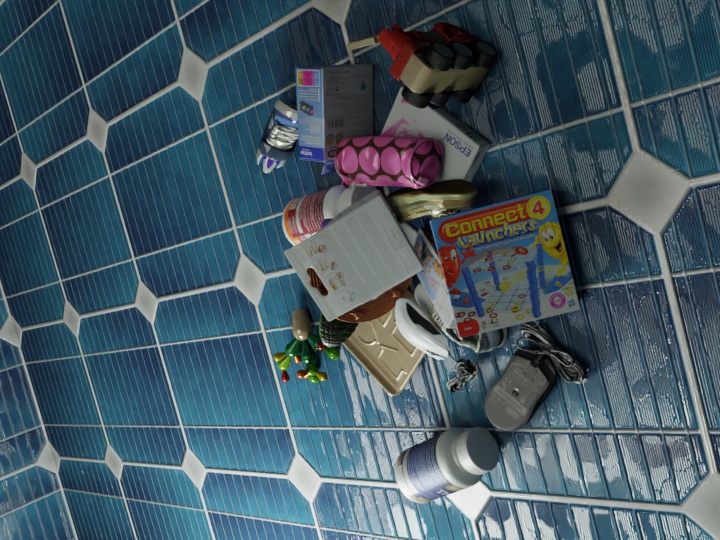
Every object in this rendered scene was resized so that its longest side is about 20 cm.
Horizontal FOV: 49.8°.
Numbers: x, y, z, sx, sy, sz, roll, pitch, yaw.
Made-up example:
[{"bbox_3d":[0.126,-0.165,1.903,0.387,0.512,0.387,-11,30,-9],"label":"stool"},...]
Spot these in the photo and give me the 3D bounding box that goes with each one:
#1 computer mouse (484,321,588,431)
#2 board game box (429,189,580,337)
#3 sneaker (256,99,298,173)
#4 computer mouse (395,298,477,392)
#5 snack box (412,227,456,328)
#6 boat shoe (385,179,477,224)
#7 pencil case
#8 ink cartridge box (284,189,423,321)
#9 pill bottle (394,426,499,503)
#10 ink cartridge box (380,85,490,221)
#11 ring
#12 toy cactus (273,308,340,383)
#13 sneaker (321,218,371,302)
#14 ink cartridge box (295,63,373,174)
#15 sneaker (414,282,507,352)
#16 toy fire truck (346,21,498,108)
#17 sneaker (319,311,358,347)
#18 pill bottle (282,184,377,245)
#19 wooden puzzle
[{"bbox_3d":[0.293,0.196,1.340,0.138,0.053,0.200,44,119,23],"label":"computer mouse"},{"bbox_3d":[0.230,-0.012,1.248,0.200,0.056,0.196,-15,94,8],"label":"board game box"},{"bbox_3d":[-0.153,-0.257,1.536,0.200,0.080,0.147,-132,60,-71],"label":"sneaker"},{"bbox_3d":[0.125,0.136,1.415,0.200,0.044,0.110,46,156,10],"label":"computer mouse"},{"bbox_3d":[0.138,0.010,1.383,0.200,0.024,0.072,-116,37,-45],"label":"snack box"},{"bbox_3d":[0.125,-0.113,1.332,0.200,0.073,0.063,-1,113,48],"label":"boat shoe"},{"bbox_3d":[0.047,-0.188,1.367,0.200,0.091,0.094,7,75,46],"label":"pencil case"},{"bbox_3d":[-0.011,-0.024,1.384,0.200,0.047,0.160,-30,108,7],"label":"ink cartridge box"},{"bbox_3d":[0.165,0.365,1.470,0.200,0.111,0.111,-37,77,44],"label":"pill bottle"},{"bbox_3d":[0.112,-0.195,1.390,0.196,0.043,0.200,42,127,26],"label":"ink cartridge box"},{"bbox_3d":[0.000,0.000,1.417,0.019,0.200,0.201,-145,47,-71],"label":"ring"},{"bbox_3d":[-0.129,0.170,1.716,0.200,0.102,0.165,-22,78,54],"label":"toy cactus"},{"bbox_3d":[-0.034,0.001,1.448,0.070,0.100,0.200,11,136,46],"label":"sneaker"},{"bbox_3d":[-0.046,-0.280,1.446,0.076,0.136,0.200,13,112,43],"label":"ink cartridge box"},{"bbox_3d":[0.167,0.079,1.399,0.200,0.080,0.077,32,125,34],"label":"sneaker"},{"bbox_3d":[0.090,-0.356,1.263,0.200,0.176,0.129,51,132,20],"label":"toy fire truck"},{"bbox_3d":[-0.040,0.060,1.560,0.085,0.078,0.200,139,147,-65],"label":"sneaker"},{"bbox_3d":[-0.055,-0.108,1.530,0.200,0.109,0.110,-10,96,45],"label":"pill bottle"},{"bbox_3d":[0.061,0.119,1.542,0.185,0.046,0.200,45,125,23],"label":"wooden puzzle"}]
